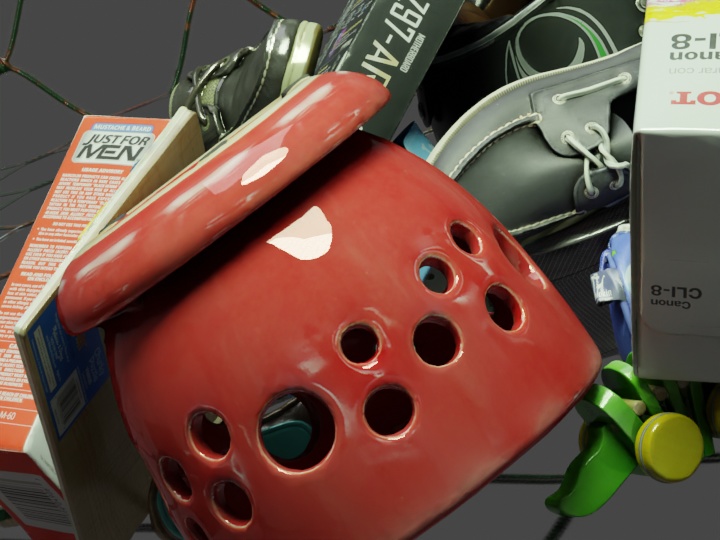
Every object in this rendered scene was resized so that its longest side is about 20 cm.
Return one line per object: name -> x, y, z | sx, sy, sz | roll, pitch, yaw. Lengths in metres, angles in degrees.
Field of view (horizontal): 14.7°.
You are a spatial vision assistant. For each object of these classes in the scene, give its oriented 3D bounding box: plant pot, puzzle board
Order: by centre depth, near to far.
plant pot -> -0.024, 0.028, 1.234 | 0.200, 0.183, 0.200 | -37, 6, 4
puzzle board -> -0.110, 0.038, 1.361 | 0.017, 0.200, 0.151 | 20, 55, 23

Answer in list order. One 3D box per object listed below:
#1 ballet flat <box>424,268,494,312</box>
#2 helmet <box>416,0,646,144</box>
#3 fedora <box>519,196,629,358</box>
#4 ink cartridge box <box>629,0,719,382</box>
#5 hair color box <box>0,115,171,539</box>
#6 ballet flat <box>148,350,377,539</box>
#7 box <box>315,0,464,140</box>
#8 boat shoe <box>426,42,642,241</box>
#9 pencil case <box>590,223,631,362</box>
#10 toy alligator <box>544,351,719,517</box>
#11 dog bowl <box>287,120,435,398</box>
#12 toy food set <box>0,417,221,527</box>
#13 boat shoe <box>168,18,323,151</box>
ballet flat -> 0.004, 0.010, 1.575 | 0.199, 0.074, 0.074 | 7, 17, 11
helmet -> 0.144, -0.100, 1.633 | 0.200, 0.191, 0.200 | -34, 19, 13
fedora -> 0.147, -0.015, 1.467 | 0.200, 0.090, 0.177 | -31, 12, -14
ink cartridge box -> 0.195, -0.065, 1.219 | 0.145, 0.145, 0.200 | 2, 43, 9
hair color box -> -0.133, 0.032, 1.443 | 0.064, 0.111, 0.200 | 6, 59, 31
ballet flat -> -0.009, 0.087, 1.376 | 0.200, 0.068, 0.072 | -25, -8, -2
box -> 0.006, -0.115, 1.540 | 0.161, 0.043, 0.200 | -62, 6, -6
boat shoe -> 0.117, -0.068, 1.371 | 0.200, 0.073, 0.063 | -27, 12, -16
pencil case -> 0.207, -0.007, 1.335 | 0.199, 0.087, 0.078 | -20, -8, -1
toy alligator -> 0.159, 0.047, 1.245 | 0.200, 0.054, 0.059 | -26, 12, -23
dog bowl -> 0.000, 0.000, 1.456 | 0.112, 0.050, 0.200 | -49, 5, 32
toy food set -> -0.143, 0.099, 1.563 | 0.200, 0.049, 0.198 | -23, 11, -15
boat shoe -> -0.071, -0.078, 1.487 | 0.201, 0.066, 0.072 | 124, 166, -64
